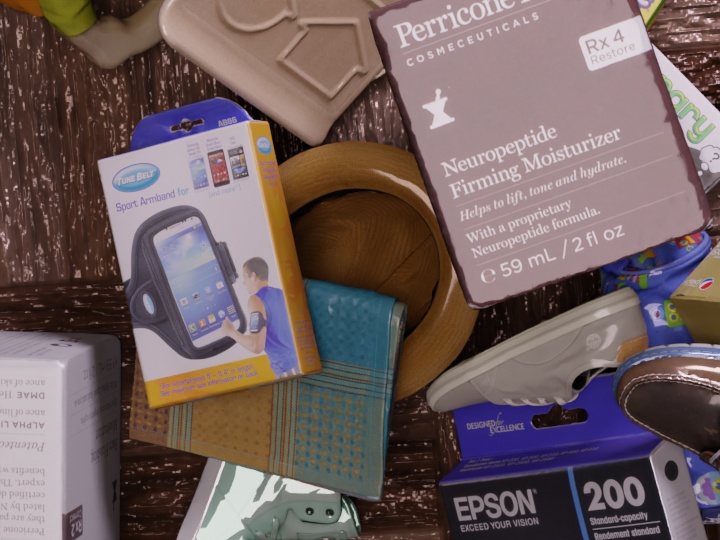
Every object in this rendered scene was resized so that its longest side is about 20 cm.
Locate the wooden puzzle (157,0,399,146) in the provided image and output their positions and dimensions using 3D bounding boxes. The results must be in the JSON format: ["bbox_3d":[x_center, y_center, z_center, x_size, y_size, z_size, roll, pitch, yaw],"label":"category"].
[{"bbox_3d":[-0.028,-0.205,1.606,0.200,0.185,0.046,-51,46,6],"label":"wooden puzzle"}]

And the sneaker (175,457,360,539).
[{"bbox_3d":[-0.067,0.199,1.698,0.118,0.074,0.201,19,95,13],"label":"sneaker"}]

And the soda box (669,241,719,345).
[{"bbox_3d":[0.292,0.074,1.590,0.068,0.064,0.200,-45,116,-25],"label":"soda box"}]

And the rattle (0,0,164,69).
[{"bbox_3d":[-0.167,-0.253,1.705,0.130,0.143,0.200,39,83,-28],"label":"rattle"}]

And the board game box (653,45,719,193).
[{"bbox_3d":[0.164,-0.114,1.660,0.200,0.035,0.126,45,99,3],"label":"board game box"}]

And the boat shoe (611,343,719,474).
[{"bbox_3d":[0.260,0.105,1.519,0.199,0.072,0.072,14,124,1],"label":"boat shoe"}]

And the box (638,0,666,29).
[{"bbox_3d":[0.134,-0.172,1.620,0.117,0.048,0.200,34,96,5],"label":"box"}]

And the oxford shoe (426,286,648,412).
[{"bbox_3d":[0.120,0.069,1.612,0.200,0.075,0.058,-27,86,43],"label":"oxford shoe"}]

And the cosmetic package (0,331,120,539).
[{"bbox_3d":[-0.269,0.151,1.683,0.164,0.165,0.201,1,95,8],"label":"cosmetic package"}]

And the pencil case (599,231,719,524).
[{"bbox_3d":[0.219,0.073,1.626,0.087,0.078,0.201,-19,104,-24],"label":"pencil case"}]

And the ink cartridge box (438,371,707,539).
[{"bbox_3d":[0.148,0.177,1.636,0.198,0.043,0.201,-13,92,42],"label":"ink cartridge box"}]

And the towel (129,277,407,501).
[{"bbox_3d":[-0.067,0.071,1.649,0.199,0.022,0.147,12,104,20],"label":"towel"}]

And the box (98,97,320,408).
[{"bbox_3d":[-0.107,-0.015,1.611,0.119,0.041,0.201,-14,89,20],"label":"box"}]

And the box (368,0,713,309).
[{"bbox_3d":[0.115,-0.097,1.518,0.165,0.164,0.201,-20,92,4],"label":"box"}]

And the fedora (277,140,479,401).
[{"bbox_3d":[0.000,0.000,1.671,0.200,0.082,0.201,3,100,15],"label":"fedora"}]

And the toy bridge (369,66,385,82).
[{"bbox_3d":[0.009,-0.177,1.684,0.200,0.027,0.067,-40,90,9],"label":"toy bridge"}]
